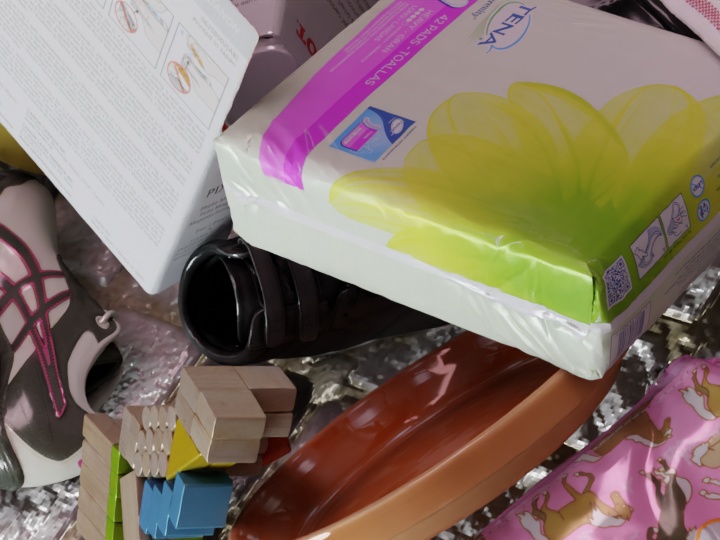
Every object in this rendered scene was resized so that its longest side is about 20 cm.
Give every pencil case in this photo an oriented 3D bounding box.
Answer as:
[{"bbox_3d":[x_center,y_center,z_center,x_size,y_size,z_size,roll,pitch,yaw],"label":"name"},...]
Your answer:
[{"bbox_3d":[0.091,0.121,0.942,0.200,0.083,0.087,-39,46,-2],"label":"pencil case"}]

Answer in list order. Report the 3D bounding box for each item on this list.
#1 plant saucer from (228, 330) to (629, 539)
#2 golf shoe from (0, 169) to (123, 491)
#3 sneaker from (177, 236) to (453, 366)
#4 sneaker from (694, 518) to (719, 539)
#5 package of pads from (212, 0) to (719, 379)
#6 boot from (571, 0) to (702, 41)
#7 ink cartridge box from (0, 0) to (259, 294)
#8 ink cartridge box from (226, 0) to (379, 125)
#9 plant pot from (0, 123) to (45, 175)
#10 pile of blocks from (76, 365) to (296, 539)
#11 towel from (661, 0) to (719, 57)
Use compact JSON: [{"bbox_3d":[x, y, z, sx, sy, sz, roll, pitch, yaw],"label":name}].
[{"bbox_3d":[0.034,0.072,0.992,0.200,0.032,0.200,-34,8,5],"label":"plant saucer"},{"bbox_3d":[-0.161,0.031,1.193,0.088,0.077,0.201,-3,49,1],"label":"golf shoe"},{"bbox_3d":[0.000,0.000,1.053,0.199,0.099,0.071,-22,81,38],"label":"sneaker"},{"bbox_3d":[0.206,0.159,0.844,0.111,0.078,0.201,-17,60,-5],"label":"sneaker"},{"bbox_3d":[0.063,-0.048,0.968,0.199,0.068,0.154,23,50,34],"label":"package of pads"},{"bbox_3d":[0.065,-0.110,1.153,0.158,0.080,0.211,-41,45,-5],"label":"boot"},{"bbox_3d":[-0.105,-0.105,1.044,0.057,0.200,0.163,-30,72,-38],"label":"ink cartridge box"},{"bbox_3d":[-0.037,-0.133,1.188,0.084,0.146,0.201,-14,48,22],"label":"ink cartridge box"},{"bbox_3d":[-0.190,-0.146,1.270,0.188,0.201,0.201,-7,49,46],"label":"plant pot"},{"bbox_3d":[-0.071,0.093,1.048,0.200,0.062,0.083,153,116,-64],"label":"pile of blocks"},{"bbox_3d":[0.224,-0.142,0.929,0.200,0.030,0.146,-34,39,-3],"label":"towel"}]
